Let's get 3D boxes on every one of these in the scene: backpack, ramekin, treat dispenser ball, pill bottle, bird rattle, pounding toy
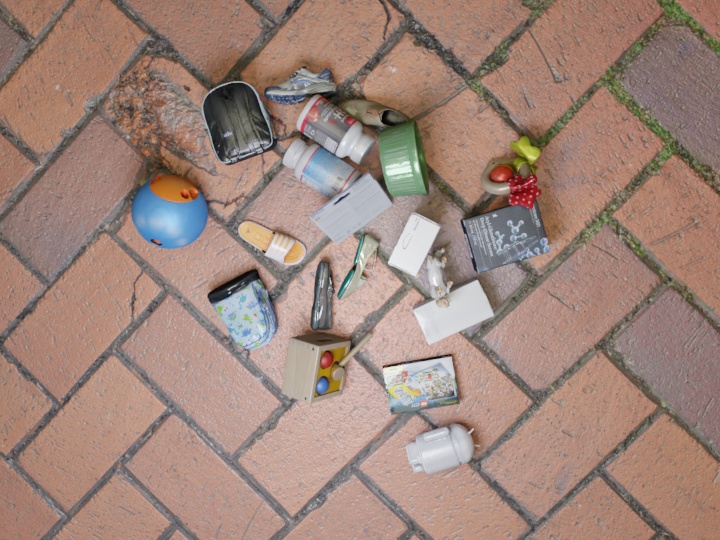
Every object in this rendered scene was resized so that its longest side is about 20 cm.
[{"bbox_3d":[-0.329,-0.402,1.676,0.177,0.151,0.201,-20,100,4],"label":"backpack"},{"bbox_3d":[0.114,-0.289,1.629,0.097,0.200,0.201,-10,94,13],"label":"ramekin"},{"bbox_3d":[-0.517,-0.159,1.686,0.200,0.201,0.202,0,95,5],"label":"treat dispenser ball"},{"bbox_3d":[-0.107,-0.272,1.689,0.200,0.109,0.109,33,97,1],"label":"pill bottle"},{"bbox_3d":[0.399,-0.242,1.631,0.162,0.113,0.201,-2,55,30],"label":"bird rattle"},{"bbox_3d":[-0.317,0.124,1.736,0.163,0.154,0.201,-26,105,0],"label":"backpack"},{"bbox_3d":[-0.064,-0.376,1.676,0.200,0.111,0.111,34,97,1],"label":"pill bottle"},{"bbox_3d":[-0.089,0.254,1.704,0.142,0.200,0.185,13,97,32],"label":"pounding toy"}]

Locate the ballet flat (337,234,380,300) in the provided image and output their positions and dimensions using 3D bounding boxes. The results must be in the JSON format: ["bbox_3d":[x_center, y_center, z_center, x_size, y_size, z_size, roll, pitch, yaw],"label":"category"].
[{"bbox_3d":[0.000,0.000,1.728,0.069,0.069,0.201,23,96,3],"label":"ballet flat"}]

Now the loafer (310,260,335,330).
[{"bbox_3d":[-0.100,0.072,1.747,0.063,0.072,0.201,5,103,-15],"label":"loafer"}]

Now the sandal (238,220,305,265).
[{"bbox_3d":[-0.256,-0.075,1.743,0.206,0.059,0.080,24,97,2],"label":"sandal"}]

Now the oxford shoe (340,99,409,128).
[{"bbox_3d":[0.040,-0.427,1.680,0.199,0.075,0.071,13,96,4],"label":"oxford shoe"}]

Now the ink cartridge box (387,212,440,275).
[{"bbox_3d":[0.143,-0.072,1.639,0.084,0.200,0.145,26,97,3],"label":"ink cartridge box"}]

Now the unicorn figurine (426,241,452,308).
[{"bbox_3d":[0.205,0.002,1.645,0.073,0.137,0.201,8,81,0],"label":"unicorn figurine"}]

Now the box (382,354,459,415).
[{"bbox_3d":[0.171,0.322,1.751,0.199,0.038,0.137,-10,94,6],"label":"box"}]

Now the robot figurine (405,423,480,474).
[{"bbox_3d":[0.230,0.495,1.723,0.199,0.113,0.170,-20,131,7],"label":"robot figurine"}]

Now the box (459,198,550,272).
[{"bbox_3d":[0.385,-0.094,1.664,0.199,0.107,0.149,-17,93,5],"label":"box"}]

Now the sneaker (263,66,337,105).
[{"bbox_3d":[-0.166,-0.510,1.700,0.199,0.077,0.086,-7,84,-2],"label":"sneaker"}]

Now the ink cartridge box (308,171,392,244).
[{"bbox_3d":[-0.030,-0.172,1.651,0.199,0.200,0.041,-35,63,6],"label":"ink cartridge box"}]

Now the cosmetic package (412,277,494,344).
[{"bbox_3d":[0.254,0.110,1.706,0.199,0.081,0.113,-24,93,5],"label":"cosmetic package"}]
